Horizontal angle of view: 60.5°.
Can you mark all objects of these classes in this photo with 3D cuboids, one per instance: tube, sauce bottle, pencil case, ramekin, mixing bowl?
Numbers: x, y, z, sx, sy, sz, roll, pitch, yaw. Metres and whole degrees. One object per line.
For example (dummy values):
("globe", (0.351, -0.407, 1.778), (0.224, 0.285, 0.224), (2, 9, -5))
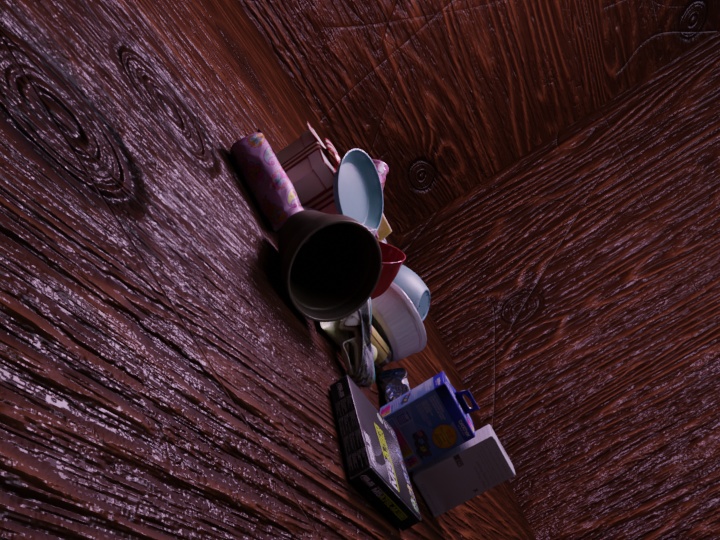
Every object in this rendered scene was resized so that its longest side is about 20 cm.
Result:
("tube", (-0.035, 0.138, 1.306), (0.057, 0.053, 0.200), (13, -23, 42))
("sauce bottle", (0.005, 0.148, 1.425), (0.201, 0.064, 0.065), (55, 9, -39))
("pencil case", (0.020, -0.174, 1.537), (0.085, 0.082, 0.206), (19, 70, -27))
("ramekin", (0.071, 0.135, 1.550), (0.203, 0.093, 0.205), (48, -23, 28))
("mixing bowl", (0.000, 0.000, 1.420), (0.201, 0.194, 0.111), (-88, -171, -74))
("pencil case", (-0.195, -0.187, 1.288), (0.203, 0.086, 0.087), (59, 9, 1))

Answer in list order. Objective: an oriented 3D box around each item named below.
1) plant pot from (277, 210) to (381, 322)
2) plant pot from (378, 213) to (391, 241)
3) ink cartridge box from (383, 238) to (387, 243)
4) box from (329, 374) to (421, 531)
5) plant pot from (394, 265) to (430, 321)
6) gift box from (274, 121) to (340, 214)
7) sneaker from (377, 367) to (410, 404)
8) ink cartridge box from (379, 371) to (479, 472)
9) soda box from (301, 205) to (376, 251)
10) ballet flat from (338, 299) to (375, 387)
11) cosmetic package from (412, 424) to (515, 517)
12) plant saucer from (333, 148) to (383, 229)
("plant pot", (-0.079, -0.030, 1.197), (0.201, 0.199, 0.173), (53, -6, -35))
("plant pot", (-0.023, -0.113, 1.651), (0.204, 0.186, 0.201), (61, 4, -7))
("ink cartridge box", (0.009, -0.061, 1.864), (0.203, 0.145, 0.083), (63, 11, 27))
("box", (0.025, 0.313, 1.067), (0.195, 0.047, 0.202), (57, 8, -36))
("plant pot", (0.120, 0.085, 1.739), (0.199, 0.132, 0.206), (-36, 133, -53))
("gift box", (-0.123, -0.219, 1.470), (0.185, 0.184, 0.203), (51, 13, -46))
("sneaker", (0.083, 0.292, 1.453), (0.200, 0.073, 0.079), (-87, 168, -74))
("ink cartridge box", (0.152, 0.312, 1.304), (0.138, 0.197, 0.076), (57, 9, -8))
("soda box", (-0.067, -0.080, 1.326), (0.196, 0.070, 0.063), (19, 20, 26))
("ballet flat", (-0.009, 0.132, 1.249), (0.072, 0.070, 0.206), (38, 46, -67))
("cosmetic package", (0.216, 0.425, 1.309), (0.103, 0.197, 0.074), (58, 9, -1))
("plant saucer", (-0.010, -0.173, 1.414), (0.198, 0.035, 0.206), (13, 75, -57))
